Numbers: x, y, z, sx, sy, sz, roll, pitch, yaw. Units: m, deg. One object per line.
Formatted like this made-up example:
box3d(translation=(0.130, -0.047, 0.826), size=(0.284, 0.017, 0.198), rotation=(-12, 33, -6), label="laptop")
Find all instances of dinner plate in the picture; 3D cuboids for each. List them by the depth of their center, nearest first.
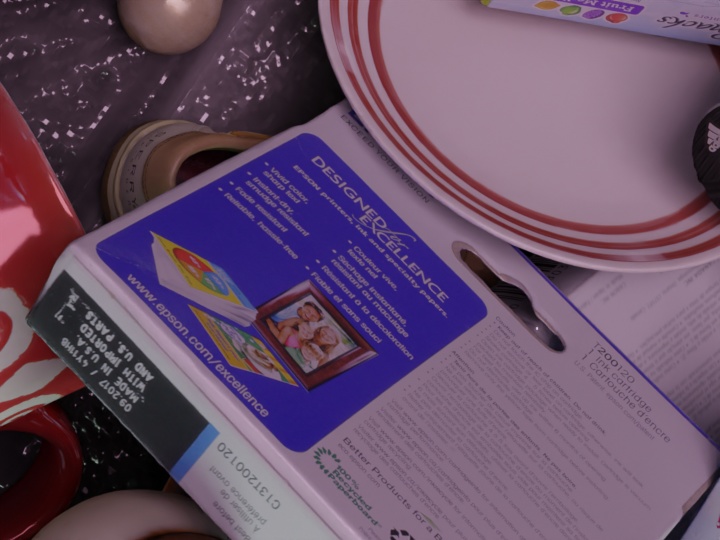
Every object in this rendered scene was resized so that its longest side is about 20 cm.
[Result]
box3d(translation=(0.075, -0.078, 1.050), size=(0.199, 0.024, 0.201), rotation=(11, 54, -16), label="dinner plate")

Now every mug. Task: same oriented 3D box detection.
box3d(translation=(-0.186, 0.041, 0.957), size=(0.200, 0.133, 0.178), rotation=(-28, 98, -12), label="mug")

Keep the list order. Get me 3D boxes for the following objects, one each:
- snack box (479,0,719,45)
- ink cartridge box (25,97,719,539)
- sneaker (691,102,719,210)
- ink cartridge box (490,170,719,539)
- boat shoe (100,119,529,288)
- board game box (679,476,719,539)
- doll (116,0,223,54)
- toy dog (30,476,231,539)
box3d(translation=(0.143, -0.159, 1.074), size=(0.199, 0.053, 0.143), rotation=(7, 67, -18), label="snack box")
box3d(translation=(0.013, 0.043, 0.936), size=(0.198, 0.043, 0.200), rotation=(45, 33, 8), label="ink cartridge box")
box3d(translation=(0.224, -0.025, 1.030), size=(0.200, 0.076, 0.115), rotation=(41, 50, -7), label="sneaker")
box3d(translation=(0.137, 0.060, 1.095), size=(0.160, 0.047, 0.201), rotation=(-37, 118, -31), label="ink cartridge box")
box3d(translation=(0.000, 0.000, 1.047), size=(0.199, 0.066, 0.074), rotation=(19, 85, -20), label="boat shoe")
box3d(translation=(0.176, 0.147, 1.045), size=(0.200, 0.043, 0.199), rotation=(15, 112, -45), label="board game box")
box3d(translation=(-0.113, -0.166, 1.015), size=(0.136, 0.048, 0.200), rotation=(-37, 102, -13), label="doll")
box3d(translation=(-0.034, 0.109, 0.949), size=(0.200, 0.139, 0.195), rotation=(-22, 107, -53), label="toy dog")
